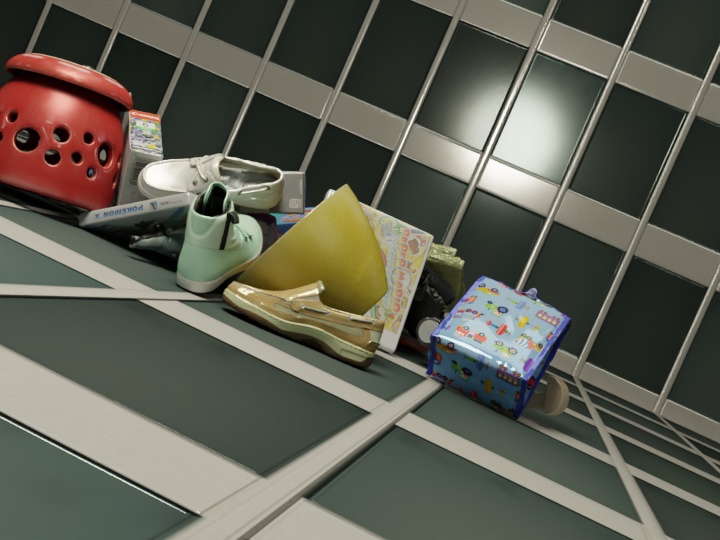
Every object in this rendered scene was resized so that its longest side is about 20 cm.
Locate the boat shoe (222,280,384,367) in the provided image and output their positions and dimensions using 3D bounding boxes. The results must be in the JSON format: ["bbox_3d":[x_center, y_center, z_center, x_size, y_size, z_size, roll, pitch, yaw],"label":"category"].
[{"bbox_3d":[-0.066,0.046,1.254,0.199,0.076,0.072,23,2,-13],"label":"boat shoe"}]

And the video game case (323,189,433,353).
[{"bbox_3d":[0.000,0.000,1.575,0.181,0.201,0.023,24,-21,-9],"label":"video game case"}]

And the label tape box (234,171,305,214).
[{"bbox_3d":[-0.185,-0.114,1.521,0.199,0.064,0.144,-1,4,-9],"label":"label tape box"}]

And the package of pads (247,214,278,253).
[{"bbox_3d":[-0.221,-0.063,1.653,0.199,0.076,0.121,26,-41,23],"label":"package of pads"}]

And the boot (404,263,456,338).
[{"bbox_3d":[0.048,0.052,1.653,0.168,0.200,0.076,50,-20,-19],"label":"boot"}]

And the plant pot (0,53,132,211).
[{"bbox_3d":[-0.423,-0.190,1.433,0.199,0.184,0.200,15,-4,1],"label":"plant pot"}]

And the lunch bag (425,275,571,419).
[{"bbox_3d":[0.208,0.089,1.502,0.150,0.200,0.094,25,-40,19],"label":"lunch bag"}]

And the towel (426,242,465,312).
[{"bbox_3d":[0.084,0.002,1.755,0.199,0.037,0.149,16,-40,20],"label":"towel"}]

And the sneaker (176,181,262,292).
[{"bbox_3d":[-0.165,-0.061,1.313,0.073,0.119,0.201,18,25,8],"label":"sneaker"}]

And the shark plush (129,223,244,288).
[{"bbox_3d":[-0.217,-0.022,1.392,0.200,0.091,0.084,33,35,-55],"label":"shark plush"}]

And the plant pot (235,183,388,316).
[{"bbox_3d":[-0.047,0.006,1.359,0.142,0.200,0.200,49,1,-2],"label":"plant pot"}]

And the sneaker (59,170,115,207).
[{"bbox_3d":[-0.383,-0.114,1.625,0.198,0.081,0.115,23,4,2],"label":"sneaker"}]

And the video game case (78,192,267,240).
[{"bbox_3d":[-0.257,-0.064,1.449,0.181,0.022,0.200,-8,-13,24],"label":"video game case"}]

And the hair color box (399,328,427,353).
[{"bbox_3d":[0.056,0.084,1.867,0.110,0.064,0.200,22,1,-13],"label":"hair color box"}]

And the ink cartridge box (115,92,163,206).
[{"bbox_3d":[-0.325,-0.170,1.519,0.050,0.109,0.200,10,30,-18],"label":"ink cartridge box"}]

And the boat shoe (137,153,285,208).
[{"bbox_3d":[-0.200,-0.129,1.403,0.199,0.071,0.069,1,-24,-12],"label":"boat shoe"}]

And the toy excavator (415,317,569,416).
[{"bbox_3d":[0.204,0.147,1.590,0.194,0.201,0.100,-24,-19,22],"label":"toy excavator"}]

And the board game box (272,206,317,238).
[{"bbox_3d":[-0.077,-0.044,1.865,0.199,0.045,0.152,-3,-47,32],"label":"board game box"}]
